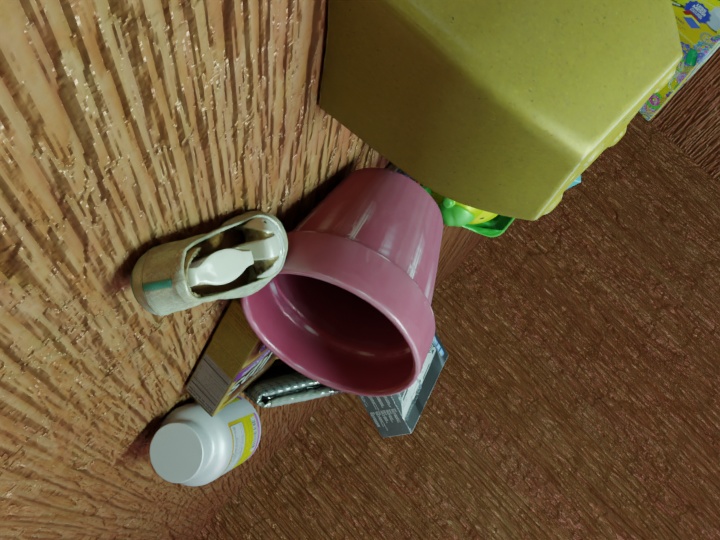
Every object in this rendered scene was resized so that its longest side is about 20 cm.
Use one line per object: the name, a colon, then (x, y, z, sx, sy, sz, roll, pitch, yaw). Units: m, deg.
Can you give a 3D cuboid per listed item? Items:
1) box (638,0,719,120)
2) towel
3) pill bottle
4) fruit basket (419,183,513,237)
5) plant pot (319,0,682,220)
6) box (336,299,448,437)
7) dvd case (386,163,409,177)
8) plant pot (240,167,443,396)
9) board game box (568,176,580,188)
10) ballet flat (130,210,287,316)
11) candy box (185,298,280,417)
box: (0.338, -0.324, 0.947, 0.192, 0.200, 0.122, -42, 170, -26)
towel: (-0.070, 0.146, 1.131, 0.196, 0.035, 0.192, -12, -174, -19)
pill bottle: (-0.208, 0.227, 1.092, 0.104, 0.104, 0.200, -47, 171, 5)
fruit basket: (0.152, -0.117, 0.963, 0.215, 0.153, 0.219, -161, -90, -73)
plant pot: (0.108, -0.158, 0.590, 0.194, 0.200, 0.196, -43, 170, -17)
box: (0.028, 0.080, 1.027, 0.049, 0.202, 0.158, -16, -157, 33)
dvd case: (0.089, -0.166, 1.062, 0.201, 0.016, 0.148, -50, 170, 17)
plant pot: (0.000, 0.000, 0.848, 0.181, 0.198, 0.201, -62, -179, -33)
board game box: (0.210, -0.160, 1.093, 0.046, 0.154, 0.199, 6, 164, -24)
ballet flat: (-0.100, -0.007, 0.661, 0.061, 0.069, 0.199, -9, -168, 30)
candy box: (-0.130, 0.081, 0.983, 0.116, 0.056, 0.201, -39, 170, -45)
